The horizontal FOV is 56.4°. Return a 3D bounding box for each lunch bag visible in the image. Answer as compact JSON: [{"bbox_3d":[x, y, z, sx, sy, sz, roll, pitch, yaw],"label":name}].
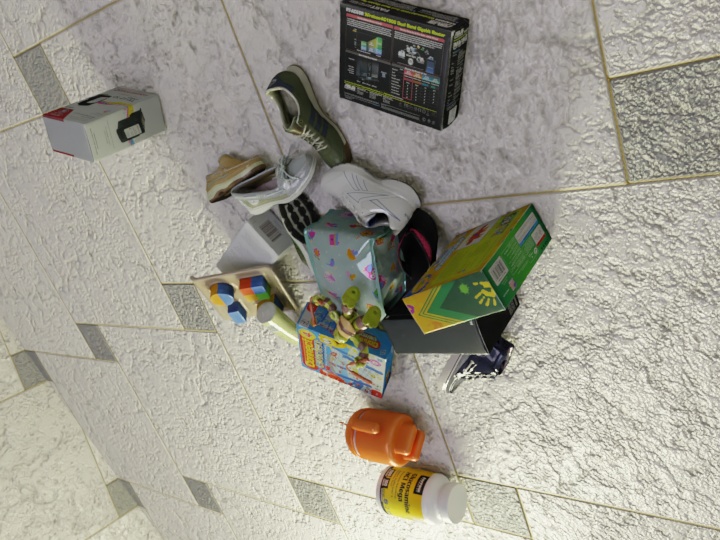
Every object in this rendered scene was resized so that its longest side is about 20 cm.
[{"bbox_3d":[0.000,0.000,1.264,0.167,0.122,0.204,10,124,33],"label":"lunch bag"}]

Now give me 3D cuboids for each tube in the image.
[{"bbox_3d":[-0.163,0.134,1.513,0.200,0.051,0.059,50,-169,-51],"label":"tube"}]

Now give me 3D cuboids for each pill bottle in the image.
[{"bbox_3d":[0.140,0.516,1.537,0.197,0.112,0.114,-3,118,41],"label":"pill bottle"}]

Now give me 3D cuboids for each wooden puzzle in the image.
[{"bbox_3d":[-0.252,0.063,1.473,0.195,0.047,0.186,-6,148,12],"label":"wooden puzzle"}]

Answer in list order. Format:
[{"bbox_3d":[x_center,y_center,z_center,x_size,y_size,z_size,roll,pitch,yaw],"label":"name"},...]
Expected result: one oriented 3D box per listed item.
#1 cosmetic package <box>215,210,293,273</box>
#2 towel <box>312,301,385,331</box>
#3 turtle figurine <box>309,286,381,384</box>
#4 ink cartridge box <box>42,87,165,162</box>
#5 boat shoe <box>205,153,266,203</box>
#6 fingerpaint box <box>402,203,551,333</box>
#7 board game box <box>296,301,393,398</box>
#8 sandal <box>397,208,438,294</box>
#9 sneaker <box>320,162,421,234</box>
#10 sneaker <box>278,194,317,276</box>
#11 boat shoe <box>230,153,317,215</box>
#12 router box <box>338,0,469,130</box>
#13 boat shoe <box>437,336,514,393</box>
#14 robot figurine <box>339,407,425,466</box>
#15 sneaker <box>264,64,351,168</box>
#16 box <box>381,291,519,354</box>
[{"bbox_3d":[-0.230,-0.037,1.464,0.102,0.071,0.200,47,138,-1],"label":"cosmetic package"},{"bbox_3d":[-0.014,0.115,1.424,0.197,0.036,0.151,-6,117,42],"label":"towel"},{"bbox_3d":[-0.013,0.104,1.234,0.202,0.064,0.162,55,150,11],"label":"turtle figurine"},{"bbox_3d":[-0.538,-0.314,1.422,0.143,0.200,0.084,16,127,29],"label":"ink cartridge box"},{"bbox_3d":[-0.269,-0.204,1.382,0.198,0.071,0.078,-20,91,45],"label":"boat shoe"},{"bbox_3d":[0.184,-0.002,1.049,0.165,0.200,0.074,-24,106,46],"label":"fingerpaint box"},{"bbox_3d":[-0.030,0.168,1.388,0.192,0.057,0.202,20,149,12],"label":"board game box"},{"bbox_3d":[0.095,-0.023,1.142,0.074,0.204,0.045,-21,151,31],"label":"sandal"},{"bbox_3d":[0.006,-0.126,1.177,0.197,0.088,0.075,20,160,29],"label":"sneaker"},{"bbox_3d":[-0.119,-0.067,1.360,0.088,0.076,0.203,-5,113,61],"label":"sneaker"},{"bbox_3d":[-0.164,-0.170,1.286,0.199,0.076,0.064,-20,142,38],"label":"boat shoe"},{"bbox_3d":[0.060,-0.319,1.019,0.197,0.062,0.152,24,134,24],"label":"router box"},{"bbox_3d":[0.213,0.183,1.254,0.092,0.074,0.202,38,137,21],"label":"boat shoe"},{"bbox_3d":[0.048,0.373,1.506,0.197,0.142,0.120,1,99,38],"label":"robot figurine"},{"bbox_3d":[-0.098,-0.253,1.180,0.066,0.090,0.203,-19,108,44],"label":"sneaker"},{"bbox_3d":[0.156,0.074,1.173,0.197,0.141,0.080,-6,117,42],"label":"box"}]
